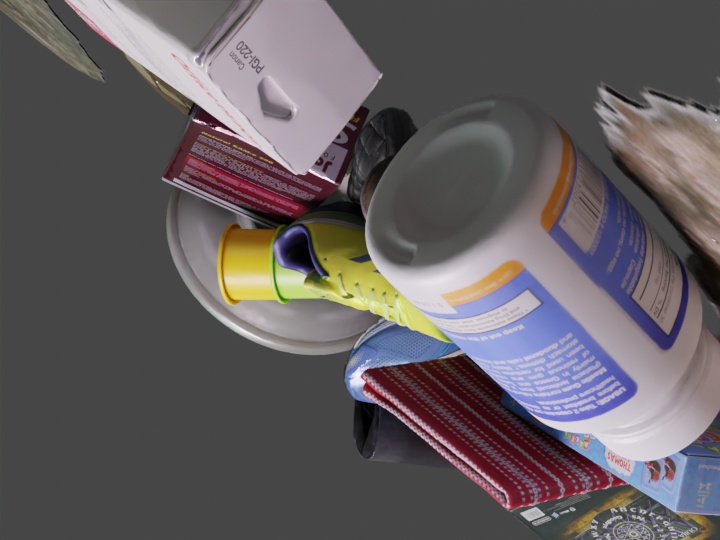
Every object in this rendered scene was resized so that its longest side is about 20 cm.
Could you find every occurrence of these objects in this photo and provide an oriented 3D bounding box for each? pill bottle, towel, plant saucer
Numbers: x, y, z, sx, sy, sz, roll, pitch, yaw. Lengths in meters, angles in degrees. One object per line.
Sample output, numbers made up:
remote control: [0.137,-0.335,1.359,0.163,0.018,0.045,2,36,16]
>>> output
pill bottle: [0.102,0.012,1.006,0.200,0.112,0.112,43,174,-36]
towel: [0.112,0.094,1.232,0.199,0.023,0.144,-5,-149,-43]
plant saucer: [-0.047,-0.032,1.532,0.200,0.200,0.050,39,141,5]

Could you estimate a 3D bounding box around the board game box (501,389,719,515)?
board game box: [0.193,0.096,1.152,0.150,0.037,0.200,7,-171,-25]

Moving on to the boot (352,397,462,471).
boot: [0.091,0.147,1.523,0.199,0.066,0.165,19,-139,-30]

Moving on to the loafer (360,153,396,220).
loafer: [0.092,-0.013,1.169,0.199,0.073,0.071,29,170,5]

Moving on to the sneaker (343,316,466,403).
sneaker: [0.076,0.075,1.418,0.199,0.089,0.079,-5,127,26]

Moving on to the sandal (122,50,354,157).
sandal: [-0.086,-0.132,1.501,0.199,0.054,0.080,25,169,-4]

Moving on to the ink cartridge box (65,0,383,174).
ink cartridge box: [-0.101,-0.158,1.140,0.200,0.085,0.146,38,176,32]

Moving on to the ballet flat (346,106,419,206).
ballet flat: [0.026,-0.069,1.305,0.066,0.057,0.200,0,179,-3]

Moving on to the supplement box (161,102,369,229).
supplement box: [-0.071,-0.087,1.395,0.108,0.061,0.200,24,168,-8]

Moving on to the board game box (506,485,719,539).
board game box: [0.219,0.171,1.415,0.135,0.028,0.200,41,137,-21]

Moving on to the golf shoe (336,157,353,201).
golf shoe: [0.045,-0.003,1.468,0.200,0.088,0.077,42,176,-13]

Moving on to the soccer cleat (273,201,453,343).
soccer cleat: [0.011,0.009,1.308,0.200,0.083,0.065,33,138,55]

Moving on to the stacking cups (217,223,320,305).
stacking cups: [0.000,0.000,1.423,0.199,0.061,0.061,3,163,17]
